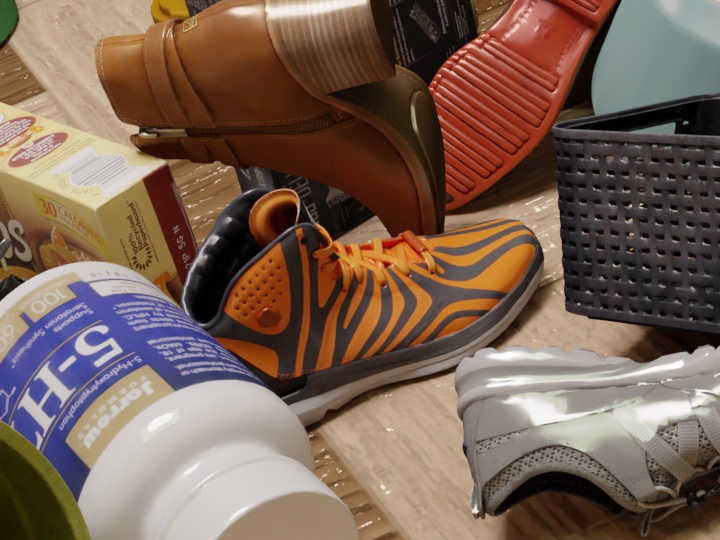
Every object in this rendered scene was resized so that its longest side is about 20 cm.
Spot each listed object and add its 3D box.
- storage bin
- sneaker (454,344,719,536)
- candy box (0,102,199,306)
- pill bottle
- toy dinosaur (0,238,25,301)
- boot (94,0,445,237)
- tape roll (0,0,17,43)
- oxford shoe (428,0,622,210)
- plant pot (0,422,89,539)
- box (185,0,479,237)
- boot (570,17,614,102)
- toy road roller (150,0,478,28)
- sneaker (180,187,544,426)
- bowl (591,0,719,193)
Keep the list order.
[{"bbox_3d":[0.200,-0.028,1.014,0.135,0.094,0.200,-13,14,-39],"label":"storage bin"},{"bbox_3d":[0.141,0.081,0.974,0.200,0.075,0.082,-1,69,15],"label":"sneaker"},{"bbox_3d":[-0.167,-0.022,1.229,0.055,0.116,0.200,-34,34,-28],"label":"candy box"},{"bbox_3d":[-0.091,0.089,0.998,0.120,0.120,0.200,-30,40,-21],"label":"pill bottle"},{"bbox_3d":[-0.217,0.057,1.170,0.200,0.102,0.136,7,66,13],"label":"toy dinosaur"},{"bbox_3d":[-0.041,-0.072,1.169,0.155,0.200,0.074,-10,43,14],"label":"boot"},{"bbox_3d":[-0.363,-0.186,1.665,0.200,0.048,0.201,-13,31,8],"label":"tape roll"},{"bbox_3d":[0.098,-0.118,1.252,0.200,0.071,0.073,-52,-10,11],"label":"oxford shoe"},{"bbox_3d":[-0.246,0.138,0.942,0.200,0.201,0.193,-34,23,-27],"label":"plant pot"},{"bbox_3d":[-0.010,-0.129,1.242,0.158,0.200,0.050,-32,37,-22],"label":"box"},{"bbox_3d":[0.194,-0.164,1.331,0.200,0.070,0.146,6,35,25],"label":"boot"},{"bbox_3d":[-0.039,-0.174,1.382,0.200,0.146,0.123,-1,34,26],"label":"toy road roller"},{"bbox_3d":[0.000,0.000,1.111,0.200,0.112,0.078,-28,32,-18],"label":"sneaker"},{"bbox_3d":[0.223,-0.134,1.170,0.201,0.105,0.201,-3,49,4],"label":"bowl"}]
